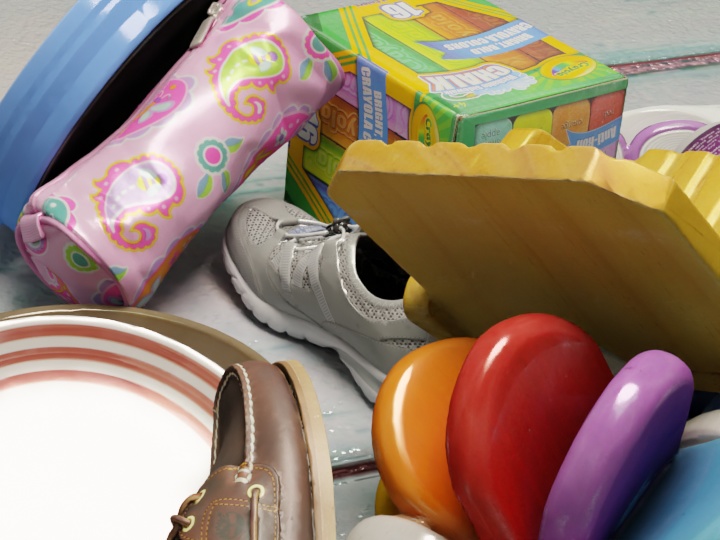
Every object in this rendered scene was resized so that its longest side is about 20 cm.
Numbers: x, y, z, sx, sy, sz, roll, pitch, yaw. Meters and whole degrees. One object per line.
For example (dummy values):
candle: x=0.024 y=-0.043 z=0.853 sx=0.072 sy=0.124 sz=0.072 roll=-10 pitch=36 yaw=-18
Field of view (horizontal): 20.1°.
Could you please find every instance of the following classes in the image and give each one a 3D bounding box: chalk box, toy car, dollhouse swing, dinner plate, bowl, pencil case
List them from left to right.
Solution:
dinner plate: x=-0.117 y=0.105 z=0.847 sx=0.199 sy=0.024 sz=0.201 roll=10 pitch=51 yaw=-13
bowl: x=-0.140 y=-0.101 z=1.119 sx=0.039 sy=0.201 sz=0.201 roll=39 pitch=34 yaw=3
pencil case: x=-0.095 y=-0.065 z=1.086 sx=0.087 sy=0.088 sz=0.200 roll=24 pitch=61 yaw=31
chalk box: x=0.064 y=-0.064 z=1.145 sx=0.125 sy=0.124 sz=0.200 roll=-16 pitch=34 yaw=-34
toy car: x=0.091 y=0.090 z=0.806 sx=0.199 sy=0.150 sz=0.175 roll=22 pitch=49 yaw=28
dollhouse swing: x=0.116 y=-0.043 z=0.897 sx=0.199 sy=0.176 sz=0.182 roll=5 pitch=49 yaw=41

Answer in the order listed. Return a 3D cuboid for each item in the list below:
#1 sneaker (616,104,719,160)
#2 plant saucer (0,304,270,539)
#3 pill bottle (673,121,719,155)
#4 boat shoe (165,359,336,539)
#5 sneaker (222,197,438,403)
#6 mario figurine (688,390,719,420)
sneaker: x=0.225 y=-0.066 z=1.257 sx=0.199 sy=0.075 sz=0.100 roll=1 pitch=10 yaw=-9
plant saucer: x=-0.128 y=0.076 z=0.953 sx=0.199 sy=0.030 sz=0.200 roll=5 pitch=27 yaw=-2
pill bottle: x=0.221 y=-0.022 z=1.092 sx=0.112 sy=0.113 sz=0.200 roll=3 pitch=15 yaw=-4
boat shoe: x=-0.043 y=0.116 z=0.799 sx=0.070 sy=0.071 sz=0.200 roll=2 pitch=46 yaw=-15
sneaker: x=0.000 y=0.000 z=1.058 sx=0.075 sy=0.082 sz=0.200 roll=-16 pitch=35 yaw=-35
mario figurine: x=0.197 y=0.066 z=0.935 sx=0.200 sy=0.124 sz=0.106 roll=19 pitch=-12 yaw=37
